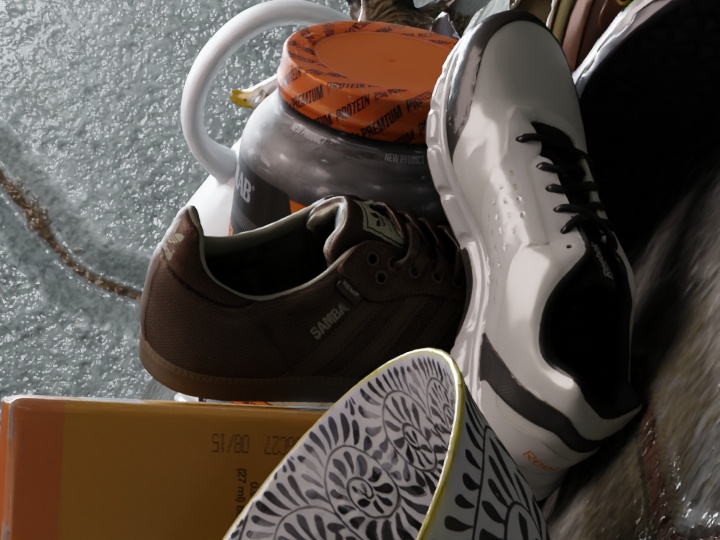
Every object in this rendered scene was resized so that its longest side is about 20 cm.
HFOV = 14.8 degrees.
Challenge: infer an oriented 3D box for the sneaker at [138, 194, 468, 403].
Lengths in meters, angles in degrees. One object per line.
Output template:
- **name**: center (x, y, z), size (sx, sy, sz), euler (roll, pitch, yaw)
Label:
- **sneaker**: center (0.012, 0.009, 1.110), size (0.071, 0.199, 0.076), euler (-117, 29, -50)

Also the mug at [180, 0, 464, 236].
- **mug**: center (-0.009, -0.065, 1.536), size (0.176, 0.200, 0.148), euler (-49, 22, 12)

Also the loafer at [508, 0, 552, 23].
- **loafer**: center (0.097, -0.088, 1.391), size (0.200, 0.075, 0.068), euler (104, -179, -56)

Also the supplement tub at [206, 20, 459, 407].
- **supplement tub**: center (0.000, 0.000, 1.220), size (0.123, 0.122, 0.201), euler (-74, -7, -66)

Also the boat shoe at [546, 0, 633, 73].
- **boat shoe**: center (0.134, -0.125, 1.273), size (0.072, 0.067, 0.201), euler (6, -78, -60)

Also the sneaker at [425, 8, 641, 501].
- **sneaker**: center (0.076, -0.014, 1.081), size (0.080, 0.073, 0.201), euler (-34, 54, 51)

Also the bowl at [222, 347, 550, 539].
- **bowl**: center (0.007, 0.135, 0.927), size (0.201, 0.094, 0.201), euler (-49, 16, 20)

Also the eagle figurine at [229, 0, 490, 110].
- **eagle figurine**: center (0.005, -0.081, 1.405), size (0.150, 0.151, 0.202), euler (-19, 75, 44)

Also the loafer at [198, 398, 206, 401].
- **loafer**: center (-0.046, 0.118, 1.390), size (0.071, 0.072, 0.202), euler (-12, -71, -76)

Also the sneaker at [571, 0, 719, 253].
- **sneaker**: center (0.115, -0.082, 1.175), size (0.200, 0.071, 0.083), euler (129, 156, -48)

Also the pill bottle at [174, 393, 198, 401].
- **pill bottle**: center (-0.102, 0.156, 1.585), size (0.201, 0.114, 0.114), euler (-58, 7, 0)

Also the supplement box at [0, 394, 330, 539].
- **supplement box**: center (-0.044, 0.086, 1.098), size (0.069, 0.198, 0.067), euler (170, 103, -82)
